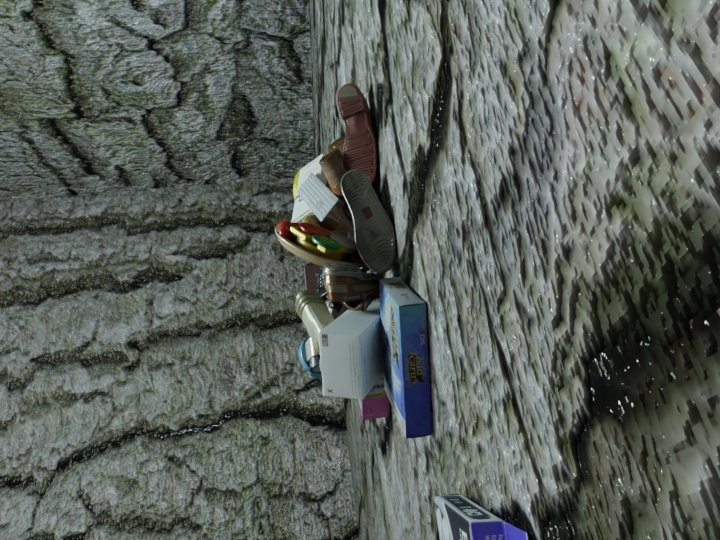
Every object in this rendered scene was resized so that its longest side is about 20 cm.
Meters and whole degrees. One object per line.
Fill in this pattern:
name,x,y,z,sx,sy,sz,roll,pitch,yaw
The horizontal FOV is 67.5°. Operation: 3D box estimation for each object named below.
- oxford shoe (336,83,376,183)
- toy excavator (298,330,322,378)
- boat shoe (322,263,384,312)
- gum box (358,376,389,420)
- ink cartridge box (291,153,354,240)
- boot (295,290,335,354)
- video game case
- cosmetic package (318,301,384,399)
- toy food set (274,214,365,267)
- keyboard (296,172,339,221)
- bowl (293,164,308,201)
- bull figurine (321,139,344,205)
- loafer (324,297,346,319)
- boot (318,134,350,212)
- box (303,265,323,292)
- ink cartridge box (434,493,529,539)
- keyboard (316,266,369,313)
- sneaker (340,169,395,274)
oxford shoe,0.005,-0.267,1.082,0.075,0.069,0.205,-8,-89,-70
toy excavator,-0.077,0.227,1.327,0.200,0.191,0.102,-47,44,46
boat shoe,-0.010,0.038,0.965,0.199,0.074,0.073,19,-107,-59
gum box,0.020,0.229,1.254,0.201,0.065,0.116,-106,11,-58
ink cartridge box,-0.077,-0.148,1.257,0.145,0.083,0.202,43,-148,-34
boot,-0.063,0.137,1.106,0.155,0.071,0.201,54,174,32
video game case,0.067,0.129,0.857,0.181,0.044,0.205,-128,33,-77
cosmetic package,0.000,0.134,0.953,0.200,0.079,0.115,-38,-54,-67
toy food set,-0.067,-0.055,1.035,0.196,0.198,0.049,32,108,32
keyboard,-0.093,-0.159,1.141,0.011,0.056,0.200,42,-175,-32
bowl,-0.150,-0.305,2.049,0.106,0.198,0.205,1,99,39
bull figurine,-0.032,-0.229,1.251,0.120,0.065,0.203,17,-131,-51
loafer,-0.038,0.037,1.190,0.071,0.062,0.203,18,86,50
boot,-0.006,-0.206,1.151,0.157,0.076,0.201,58,-151,-23
box,-0.081,0.100,1.607,0.201,0.162,0.167,97,167,-60
ink cartridge box,0.126,0.342,0.530,0.200,0.042,0.203,115,150,-75
keyboard,-0.024,0.009,1.122,0.199,0.020,0.129,-36,48,33
sneaker,0.027,-0.083,1.010,0.106,0.073,0.204,40,-148,-70
